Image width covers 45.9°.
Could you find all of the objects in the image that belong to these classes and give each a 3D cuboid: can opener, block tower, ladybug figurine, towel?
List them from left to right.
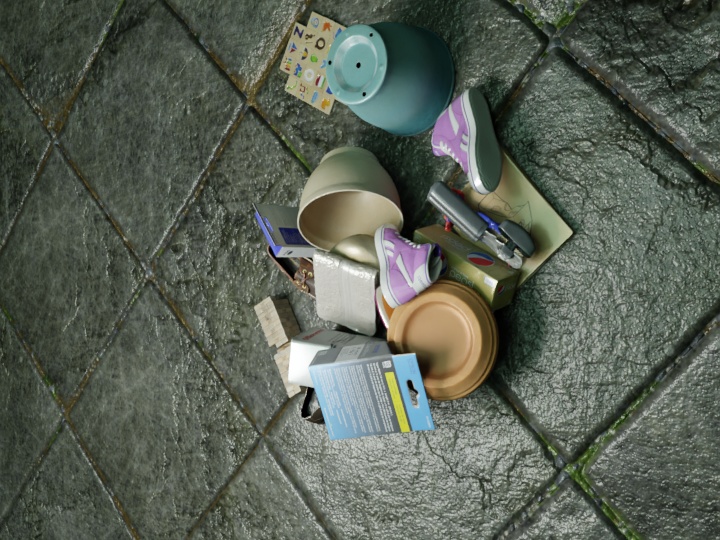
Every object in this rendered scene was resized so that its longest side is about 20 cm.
[{"bbox_3d":[-0.151,0.154,1.757,0.054,0.057,0.204,-31,75,31],"label":"block tower"},{"bbox_3d":[-0.026,0.046,1.581,0.130,0.035,0.202,19,145,16],"label":"towel"},{"bbox_3d":[0.000,0.000,1.598,0.133,0.073,0.202,26,146,6],"label":"ladybug figurine"},{"bbox_3d":[0.202,-0.083,1.412,0.199,0.053,0.067,43,80,6],"label":"can opener"}]

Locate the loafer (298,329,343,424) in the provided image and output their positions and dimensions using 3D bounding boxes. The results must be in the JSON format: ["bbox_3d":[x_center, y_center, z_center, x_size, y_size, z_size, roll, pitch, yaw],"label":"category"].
[{"bbox_3d":[-0.069,0.218,1.690,0.072,0.071,0.205,23,104,32],"label":"loafer"}]

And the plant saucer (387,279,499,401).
[{"bbox_3d":[0.134,0.117,1.430,0.195,0.037,0.206,-1,86,21],"label":"plant saucer"}]

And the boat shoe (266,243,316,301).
[{"bbox_3d":[-0.113,0.008,1.717,0.199,0.070,0.071,38,111,27],"label":"boat shoe"}]

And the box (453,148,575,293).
[{"bbox_3d":[0.254,-0.084,1.482,0.164,0.021,0.202,-47,65,27],"label":"box"}]

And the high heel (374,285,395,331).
[{"bbox_3d":[0.087,0.113,1.537,0.067,0.096,0.200,-43,93,-12],"label":"high heel"}]

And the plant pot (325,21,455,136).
[{"bbox_3d":[0.042,-0.353,1.525,0.196,0.186,0.206,1,92,34],"label":"plant pot"}]

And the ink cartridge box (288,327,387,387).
[{"bbox_3d":[-0.021,0.170,1.574,0.195,0.146,0.085,9,98,14],"label":"ink cartridge box"}]

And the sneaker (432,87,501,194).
[{"bbox_3d":[0.180,-0.204,1.480,0.113,0.072,0.205,-31,50,40],"label":"sneaker"}]

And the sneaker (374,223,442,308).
[{"bbox_3d":[0.090,-0.027,1.478,0.113,0.073,0.203,-30,37,18],"label":"sneaker"}]

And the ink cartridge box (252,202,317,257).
[{"bbox_3d":[-0.138,-0.076,1.652,0.039,0.198,0.101,-37,70,26],"label":"ink cartridge box"}]

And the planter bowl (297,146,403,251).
[{"bbox_3d":[-0.020,-0.143,1.588,0.198,0.199,0.138,-25,52,32],"label":"planter bowl"}]

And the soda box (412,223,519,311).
[{"bbox_3d":[0.178,-0.008,1.491,0.199,0.067,0.065,35,126,36],"label":"soda box"}]

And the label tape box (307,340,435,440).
[{"bbox_3d":[0.025,0.202,1.449,0.195,0.063,0.147,-9,109,21],"label":"label tape box"}]

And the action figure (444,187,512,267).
[{"bbox_3d":[0.186,-0.085,1.462,0.199,0.098,0.066,40,112,31],"label":"action figure"}]

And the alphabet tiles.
[{"bbox_3d":[-0.079,-0.420,1.719,0.198,0.006,0.170,33,109,30],"label":"alphabet tiles"}]
